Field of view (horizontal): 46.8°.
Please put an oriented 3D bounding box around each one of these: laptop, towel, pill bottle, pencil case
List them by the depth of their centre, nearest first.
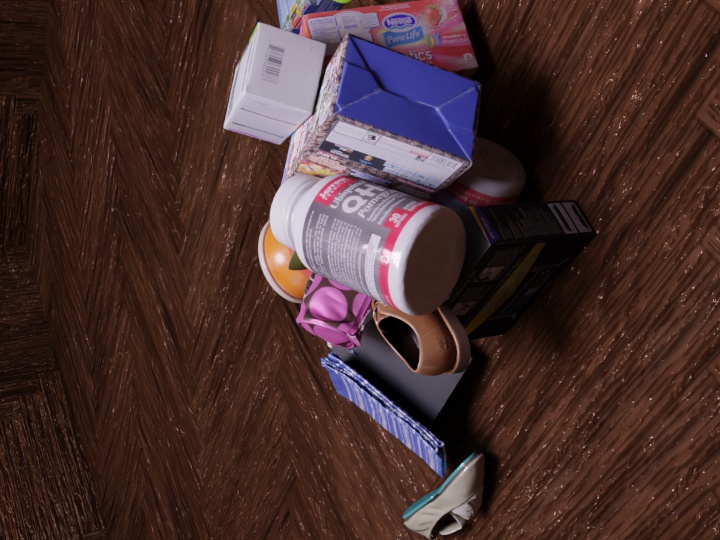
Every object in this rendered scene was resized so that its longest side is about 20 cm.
[{"bbox_3d":[0.001,-0.036,0.861,0.198,0.110,0.112,22,114,37],"label":"pill bottle"},{"bbox_3d":[0.115,-0.053,1.011,0.109,0.107,0.202,54,138,37],"label":"pill bottle"},{"bbox_3d":[0.000,0.000,1.057,0.093,0.091,0.202,5,65,46],"label":"pencil case"},{"bbox_3d":[0.032,0.195,1.105,0.199,0.024,0.145,37,163,22],"label":"towel"},{"bbox_3d":[0.054,0.140,1.143,0.177,0.103,0.201,38,163,22],"label":"laptop"}]

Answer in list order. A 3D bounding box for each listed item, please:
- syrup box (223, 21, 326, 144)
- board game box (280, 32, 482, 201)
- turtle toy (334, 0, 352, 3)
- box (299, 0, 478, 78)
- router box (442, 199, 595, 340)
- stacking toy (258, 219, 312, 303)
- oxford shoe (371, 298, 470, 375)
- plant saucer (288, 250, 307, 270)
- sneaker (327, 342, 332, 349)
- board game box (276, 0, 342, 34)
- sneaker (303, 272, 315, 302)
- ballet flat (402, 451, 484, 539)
[{"bbox_3d":[-0.104,-0.209,0.964,0.200,0.080,0.080,177,106,-73],"label":"syrup box"},{"bbox_3d":[0.017,-0.145,0.922,0.200,0.157,0.098,141,142,-64],"label":"board game box"},{"bbox_3d":[-0.026,-0.460,1.132,0.144,0.101,0.203,-13,83,31],"label":"turtle toy"},{"bbox_3d":[0.028,-0.256,1.016,0.095,0.197,0.104,124,132,-70],"label":"box"},{"bbox_3d":[0.143,0.008,0.933,0.053,0.155,0.201,63,141,28],"label":"router box"},{"bbox_3d":[-0.048,-0.042,1.285,0.198,0.145,0.148,-21,77,38],"label":"stacking toy"},{"bbox_3d":[0.039,0.032,0.894,0.201,0.070,0.072,54,138,40],"label":"oxford shoe"},{"bbox_3d":[-0.031,-0.079,1.119,0.031,0.201,0.201,33,133,2],"label":"plant saucer"},{"bbox_3d":[-0.027,0.102,1.279,0.074,0.086,0.203,35,124,51],"label":"sneaker"},{"bbox_3d":[-0.080,-0.494,1.290,0.200,0.061,0.203,-38,64,53],"label":"board game box"},{"bbox_3d":[-0.006,0.017,1.166,0.078,0.200,0.091,18,138,28],"label":"sneaker"},{"bbox_3d":[0.125,0.307,1.108,0.201,0.069,0.070,-57,50,47],"label":"ballet flat"}]
